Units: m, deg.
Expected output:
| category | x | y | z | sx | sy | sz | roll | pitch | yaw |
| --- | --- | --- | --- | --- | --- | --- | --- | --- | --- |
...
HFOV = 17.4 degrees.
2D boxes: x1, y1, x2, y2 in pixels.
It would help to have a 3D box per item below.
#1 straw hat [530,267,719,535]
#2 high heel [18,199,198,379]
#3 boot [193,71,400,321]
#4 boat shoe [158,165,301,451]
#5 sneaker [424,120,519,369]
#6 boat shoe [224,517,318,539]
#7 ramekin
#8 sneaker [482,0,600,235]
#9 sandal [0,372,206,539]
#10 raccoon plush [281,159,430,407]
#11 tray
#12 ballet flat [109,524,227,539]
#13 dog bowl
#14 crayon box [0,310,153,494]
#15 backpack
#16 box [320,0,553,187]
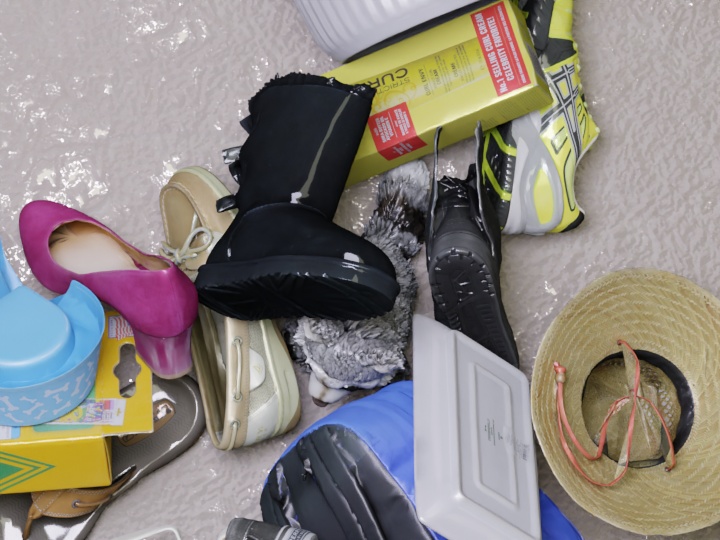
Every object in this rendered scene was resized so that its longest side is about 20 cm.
| category | x | y | z | sx | sy | sz | roll | pitch | yaw |
| --- | --- | --- | --- | --- | --- | --- | --- | --- | --- |
| straw hat | 0.184 | 0.100 | 1.654 | 0.201 | 0.085 | 0.201 | 9 | 70 | -25 |
| high heel | -0.177 | -0.014 | 1.608 | 0.067 | 0.096 | 0.200 | -23 | 47 | -23 |
| boot | -0.028 | -0.051 | 1.559 | 0.073 | 0.198 | 0.163 | 31 | 69 | -33 |
| boat shoe | -0.104 | 0.025 | 1.649 | 0.063 | 0.073 | 0.201 | -15 | 87 | -38 |
| sneaker | 0.076 | 0.004 | 1.652 | 0.060 | 0.200 | 0.104 | -5 | 40 | 7 |
| boat shoe | -0.072 | 0.258 | 1.552 | 0.064 | 0.071 | 0.200 | 12 | 103 | 16 |
| ramekin | 0.039 | -0.222 | 1.654 | 0.200 | 0.200 | 0.105 | -21 | 91 | -8 |
| sneaker | 0.132 | -0.121 | 1.710 | 0.076 | 0.075 | 0.200 | 11 | 83 | -20 |
| sandal | -0.190 | 0.140 | 1.635 | 0.200 | 0.055 | 0.082 | -34 | 84 | -10 |
| raccoon plush | 0.000 | 0.000 | 1.635 | 0.097 | 0.134 | 0.200 | 7 | 79 | -3 |
| tray | 0.082 | 0.112 | 1.543 | 0.107 | 0.200 | 0.022 | 33 | 122 | -24 |
| ballet flat | -0.113 | 0.211 | 1.616 | 0.200 | 0.067 | 0.071 | 1 | 107 | -3 |
| dog bowl | -0.257 | 0.036 | 1.592 | 0.200 | 0.050 | 0.111 | 30 | 51 | 30 |
| crayon box | -0.239 | 0.091 | 1.605 | 0.200 | 0.052 | 0.126 | -5 | 42 | -2 |
| backpack | 0.039 | 0.179 | 1.594 | 0.200 | 0.163 | 0.168 | 50 | 40 | 9 |
| box | 0.030 | -0.118 | 1.666 | 0.200 | 0.050 | 0.075 | -20 | 74 | 14 |
